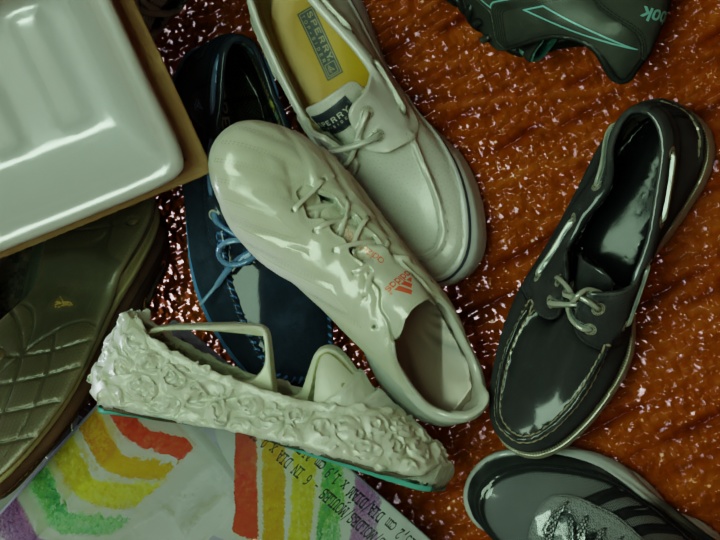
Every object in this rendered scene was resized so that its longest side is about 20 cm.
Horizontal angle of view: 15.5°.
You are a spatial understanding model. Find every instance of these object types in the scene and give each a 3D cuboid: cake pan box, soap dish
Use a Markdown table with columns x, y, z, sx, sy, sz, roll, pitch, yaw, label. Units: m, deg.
| x | y | z | sx | sy | sz | roll | pitch | yaw | label |
| --- | --- | --- | --- | --- | --- | --- | --- | --- | --- |
| -0.086 | 0.158 | 1.422 | 0.200 | 0.052 | 0.184 | 42 | 84 | 12 | cake pan box |
| -0.197 | -0.089 | 1.374 | 0.200 | 0.081 | 0.157 | -21 | 109 | 9 | soap dish |

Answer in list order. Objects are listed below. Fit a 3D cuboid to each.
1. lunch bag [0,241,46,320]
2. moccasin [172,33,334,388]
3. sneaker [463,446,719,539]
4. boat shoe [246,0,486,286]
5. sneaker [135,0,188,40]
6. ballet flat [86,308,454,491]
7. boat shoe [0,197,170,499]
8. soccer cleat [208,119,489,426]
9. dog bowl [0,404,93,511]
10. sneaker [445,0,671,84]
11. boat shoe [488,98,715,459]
| x | y | z | sx | sy | sz | roll | pitch | yaw | label |
| --- | --- | --- | --- | --- | --- | --- | --- | --- | --- |
| -0.270 | -0.036 | 1.517 | 0.164 | 0.118 | 0.200 | -8 | 83 | 25 | lunch bag |
| -0.061 | -0.031 | 1.427 | 0.068 | 0.080 | 0.200 | -34 | 75 | 62 | moccasin |
| 0.126 | 0.149 | 1.331 | 0.200 | 0.114 | 0.076 | 28 | 102 | 22 | sneaker |
| -0.002 | -0.080 | 1.412 | 0.071 | 0.070 | 0.200 | -31 | 78 | 23 | boat shoe |
| -0.114 | -0.133 | 1.439 | 0.200 | 0.075 | 0.116 | -24 | 69 | 28 | sneaker |
| -0.044 | 0.064 | 1.377 | 0.200 | 0.072 | 0.072 | 14 | 97 | 5 | ballet flat |
| -0.159 | 0.045 | 1.447 | 0.072 | 0.068 | 0.200 | 15 | 64 | 30 | boat shoe |
| 0.000 | 0.000 | 1.369 | 0.069 | 0.078 | 0.200 | -44 | 107 | -13 | soccer cleat |
| -0.207 | 0.153 | 1.523 | 0.200 | 0.059 | 0.200 | 0 | 91 | 25 | dog bowl |
| 0.068 | -0.154 | 1.375 | 0.200 | 0.075 | 0.079 | 17 | 101 | 25 | sneaker |
| 0.114 | 0.002 | 1.352 | 0.073 | 0.063 | 0.200 | 29 | 96 | 24 | boat shoe |
